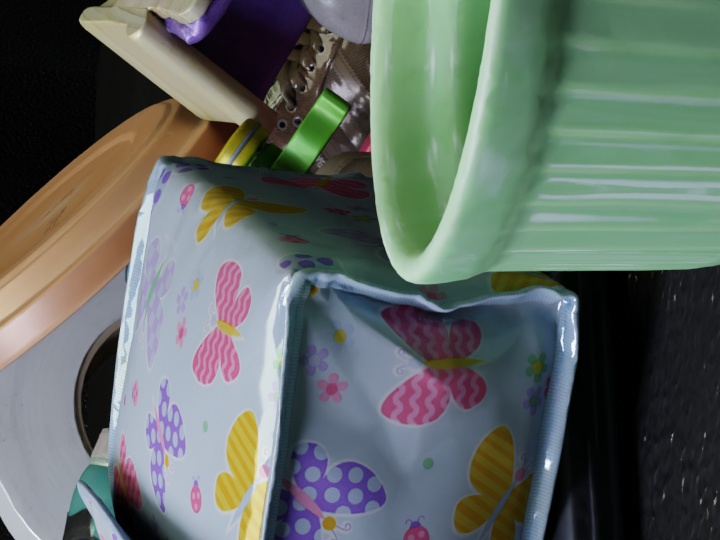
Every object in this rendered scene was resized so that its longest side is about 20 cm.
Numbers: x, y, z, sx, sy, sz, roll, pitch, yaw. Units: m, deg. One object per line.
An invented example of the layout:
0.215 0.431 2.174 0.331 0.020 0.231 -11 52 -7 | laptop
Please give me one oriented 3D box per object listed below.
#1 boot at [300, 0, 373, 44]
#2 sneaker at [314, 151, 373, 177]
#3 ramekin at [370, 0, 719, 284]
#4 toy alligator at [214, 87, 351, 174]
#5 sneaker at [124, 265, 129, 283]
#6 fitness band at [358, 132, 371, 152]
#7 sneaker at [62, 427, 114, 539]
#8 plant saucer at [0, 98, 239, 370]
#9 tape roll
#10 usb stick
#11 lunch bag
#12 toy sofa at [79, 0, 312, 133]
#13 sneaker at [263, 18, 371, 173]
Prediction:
0.015 -0.161 1.047 0.132 0.069 0.201 -113 23 -57 | boot
0.023 0.053 1.046 0.075 0.070 0.201 7 113 44 | sneaker
0.068 -0.093 0.760 0.200 0.097 0.202 -175 90 -81 | ramekin
-0.060 -0.003 1.171 0.200 0.059 0.054 -53 0 42 | toy alligator
-0.041 0.052 1.300 0.201 0.075 0.087 58 151 4 | sneaker
0.000 0.000 1.155 0.201 0.037 0.144 -62 8 15 | fitness band
-0.067 0.134 1.246 0.199 0.071 0.080 10 72 47 | sneaker
-0.141 -0.016 1.258 0.200 0.032 0.200 -40 14 12 | plant saucer
-0.098 0.075 1.373 0.071 0.201 0.204 123 150 -72 | tape roll
0.069 0.027 0.899 0.056 0.032 0.201 124 150 -58 | usb stick
-0.021 0.078 0.894 0.170 0.126 0.201 -142 58 -64 | lunch bag
-0.028 -0.164 1.177 0.097 0.083 0.201 11 68 55 | toy sofa
-0.013 -0.084 1.262 0.071 0.075 0.201 -109 25 -67 | sneaker
